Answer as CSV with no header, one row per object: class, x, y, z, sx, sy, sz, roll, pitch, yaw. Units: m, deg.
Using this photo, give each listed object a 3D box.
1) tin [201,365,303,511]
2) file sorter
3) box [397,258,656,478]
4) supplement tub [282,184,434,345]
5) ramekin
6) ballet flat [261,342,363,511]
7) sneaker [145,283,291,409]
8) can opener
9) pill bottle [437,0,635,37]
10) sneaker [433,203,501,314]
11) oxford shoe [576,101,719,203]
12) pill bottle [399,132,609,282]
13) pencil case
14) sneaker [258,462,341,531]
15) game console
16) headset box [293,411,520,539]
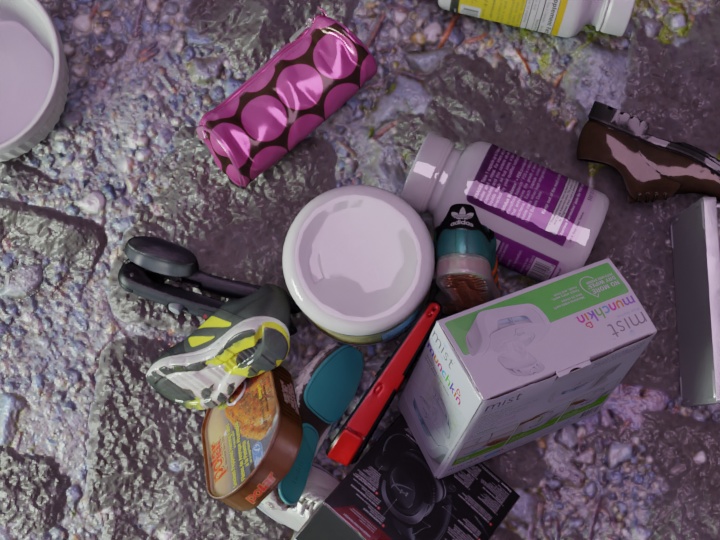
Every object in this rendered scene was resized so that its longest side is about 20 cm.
tin,-0.109,0.159,1.383,0.112,0.200,0.042,-44,115,13
file sorter,0.395,0.034,1.412,0.124,0.139,0.200,-2,83,-2
box,0.158,0.098,1.350,0.200,0.177,0.097,-19,63,-22
supplement tub,0.000,0.000,1.391,0.144,0.200,0.145,0,83,1
ramekin,-0.404,-0.206,1.475,0.200,0.105,0.200,0,82,2
ballet flat,-0.066,0.154,1.425,0.072,0.072,0.200,26,58,4
sneaker,-0.138,0.079,1.428,0.074,0.200,0.085,46,40,-26
can opener,-0.159,0.026,1.463,0.200,0.079,0.063,23,76,-5
pill bottle,0.190,-0.309,1.472,0.200,0.111,0.111,14,83,2
sneaker,0.108,-0.007,1.394,0.071,0.200,0.080,2,74,4
oxford shoe,0.321,-0.100,1.470,0.200,0.073,0.084,26,95,11
pill bottle,0.146,-0.066,1.441,0.200,0.112,0.112,25,84,4
pencil case,-0.082,-0.183,1.475,0.200,0.091,0.094,-44,119,-6
sneaker,-0.033,0.246,1.426,0.200,0.071,0.073,26,84,4
game console,0.024,0.112,1.376,0.031,0.200,0.177,30,84,4
headset box,0.044,0.247,1.366,0.149,0.077,0.200,40,44,5
